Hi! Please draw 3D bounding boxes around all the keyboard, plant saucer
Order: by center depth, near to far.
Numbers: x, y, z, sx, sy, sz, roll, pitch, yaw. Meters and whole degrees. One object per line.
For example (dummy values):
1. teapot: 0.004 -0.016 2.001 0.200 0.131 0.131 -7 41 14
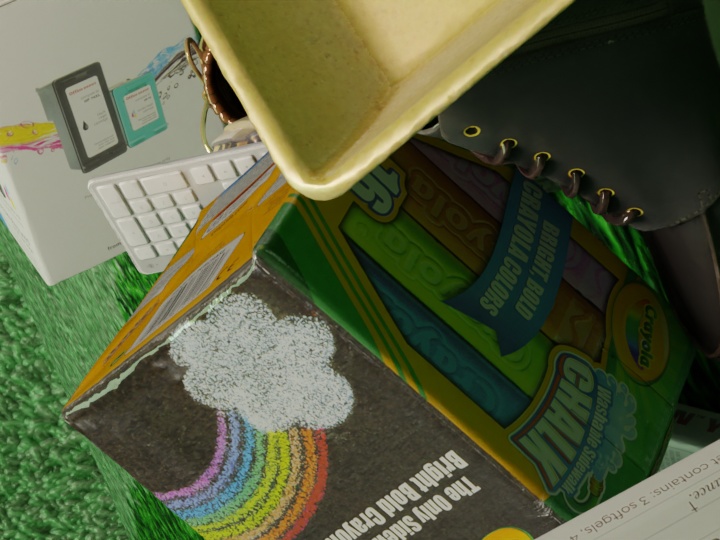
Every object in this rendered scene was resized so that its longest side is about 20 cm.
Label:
1. plant saucer: 0.020 -0.151 0.653 0.200 0.200 0.048 59 -157 19
2. keyboard: 0.003 -0.035 0.860 0.056 0.200 0.011 60 -157 -53

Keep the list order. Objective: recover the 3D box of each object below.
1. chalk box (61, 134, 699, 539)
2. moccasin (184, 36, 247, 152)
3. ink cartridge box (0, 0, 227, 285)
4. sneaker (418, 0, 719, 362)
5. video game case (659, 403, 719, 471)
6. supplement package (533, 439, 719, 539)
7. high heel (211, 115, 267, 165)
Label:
1. chalk box: 0.027 0.051 0.807 0.200 0.124 0.125 42 132 -12
2. moccasin: -0.050 -0.099 1.168 0.074 0.078 0.201 64 167 -13
3. ink cartridge box: -0.185 -0.129 1.477 0.147 0.146 0.200 47 159 49
4. sneaker: 0.070 -0.040 0.755 0.075 0.106 0.200 41 156 58
5. video game case: 0.112 0.126 0.949 0.182 0.023 0.200 14 135 40
6. supplement package: 0.143 0.164 0.683 0.200 0.191 0.147 53 165 34
7. high heel: 0.000 0.000 0.955 0.200 0.071 0.143 0 -110 -80
